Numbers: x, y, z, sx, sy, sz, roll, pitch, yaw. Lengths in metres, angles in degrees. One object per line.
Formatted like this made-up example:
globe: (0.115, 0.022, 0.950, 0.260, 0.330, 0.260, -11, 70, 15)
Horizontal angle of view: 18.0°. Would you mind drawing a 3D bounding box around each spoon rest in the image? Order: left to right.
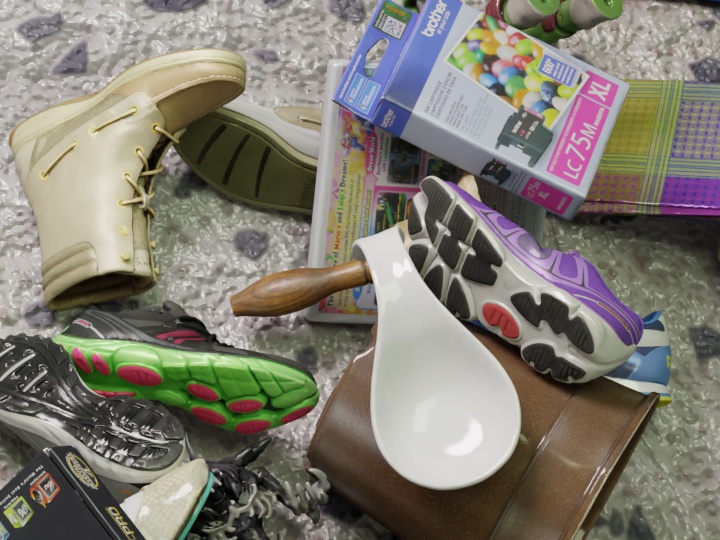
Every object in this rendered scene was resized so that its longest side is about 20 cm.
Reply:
spoon rest: (0.040, 0.055, 1.535, 0.099, 0.061, 0.200, -21, 65, -2)

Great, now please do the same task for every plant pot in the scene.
plant pot: (0.081, 0.127, 1.627, 0.198, 0.200, 0.200, 30, 57, 11)

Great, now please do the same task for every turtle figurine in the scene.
turtle figurine: (0.107, -0.213, 1.809, 0.144, 0.194, 0.200, 33, 58, -20)

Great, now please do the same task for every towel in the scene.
towel: (0.260, -0.096, 1.849, 0.200, 0.023, 0.144, 3, 54, 18)

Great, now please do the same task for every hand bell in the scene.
hand bell: (0.000, 0.000, 1.693, 0.200, 0.104, 0.104, -15, 64, 2)

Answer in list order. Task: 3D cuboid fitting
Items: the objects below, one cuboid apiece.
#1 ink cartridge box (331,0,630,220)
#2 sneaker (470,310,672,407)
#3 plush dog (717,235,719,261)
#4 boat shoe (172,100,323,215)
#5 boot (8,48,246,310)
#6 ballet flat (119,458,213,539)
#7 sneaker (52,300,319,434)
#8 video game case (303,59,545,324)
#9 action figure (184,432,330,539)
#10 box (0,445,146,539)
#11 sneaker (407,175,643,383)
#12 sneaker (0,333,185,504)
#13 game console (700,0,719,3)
ink cartridge box: (0.090, -0.131, 1.686, 0.200, 0.042, 0.119, 25, 56, 0)
sneaker: (0.148, 0.051, 1.742, 0.200, 0.074, 0.082, 15, 77, -18)
plush dog: (0.374, -0.020, 1.833, 0.171, 0.161, 0.200, -12, 60, 7)
boat shoe: (-0.054, -0.090, 1.777, 0.200, 0.075, 0.068, 24, 40, -10)
boot: (-0.161, -0.066, 1.679, 0.200, 0.073, 0.156, -21, 64, 17)
ballet flat: (-0.170, 0.205, 1.516, 0.062, 0.067, 0.200, 29, 93, -14)
sneaker: (-0.124, 0.060, 1.645, 0.200, 0.077, 0.084, 13, 47, 9)
video game case: (0.054, -0.056, 1.741, 0.182, 0.024, 0.200, 3, 102, -15)
action figure: (-0.066, 0.187, 1.592, 0.119, 0.102, 0.200, -42, 80, -20)
box: (-0.218, 0.237, 1.482, 0.200, 0.049, 0.161, -41, 78, 10)
sneaker: (0.114, 0.006, 1.603, 0.200, 0.081, 0.083, 41, 38, 24)
sneaker: (-0.205, 0.112, 1.598, 0.200, 0.079, 0.074, 29, 51, 29)
game console: (0.298, -0.323, 2.043, 0.200, 0.118, 0.171, 4, 91, -14)
